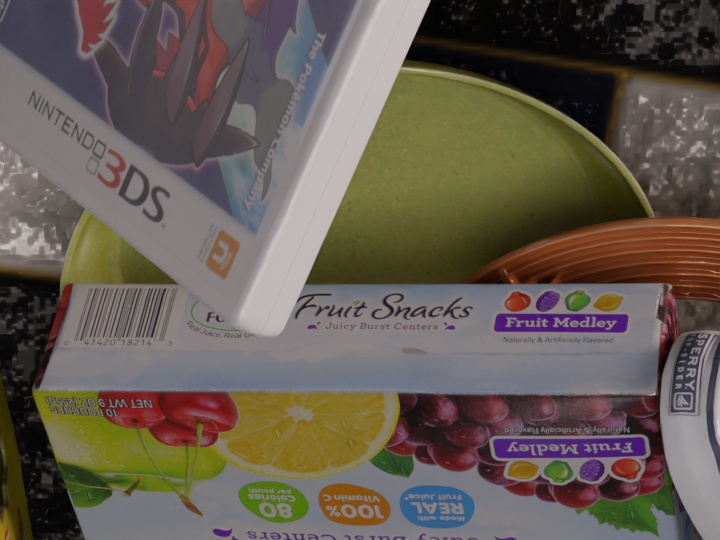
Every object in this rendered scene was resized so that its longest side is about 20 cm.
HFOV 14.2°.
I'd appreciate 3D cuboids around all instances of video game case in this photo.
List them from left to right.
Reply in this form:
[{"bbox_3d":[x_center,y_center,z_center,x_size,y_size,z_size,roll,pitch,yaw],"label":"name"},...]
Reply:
[{"bbox_3d":[-0.040,-0.107,0.867,0.023,0.182,0.201,15,104,-42],"label":"video game case"}]

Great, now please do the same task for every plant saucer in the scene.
[{"bbox_3d":[0.000,0.000,0.959,0.199,0.031,0.200,-3,134,-3],"label":"plant saucer"}]

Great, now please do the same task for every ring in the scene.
[{"bbox_3d":[0.109,0.056,0.965,0.200,0.019,0.201,5,138,5],"label":"ring"}]

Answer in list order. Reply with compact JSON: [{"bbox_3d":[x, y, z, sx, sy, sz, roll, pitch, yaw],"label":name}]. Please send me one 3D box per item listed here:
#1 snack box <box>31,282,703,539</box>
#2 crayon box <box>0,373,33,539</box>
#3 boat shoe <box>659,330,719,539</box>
[{"bbox_3d":[0.008,0.069,0.944,0.199,0.053,0.142,0,137,14],"label":"snack box"},{"bbox_3d":[-0.131,0.149,0.982,0.051,0.127,0.201,-7,109,-2],"label":"crayon box"},{"bbox_3d":[0.167,0.084,0.910,0.086,0.075,0.202,-3,139,28],"label":"boat shoe"}]
